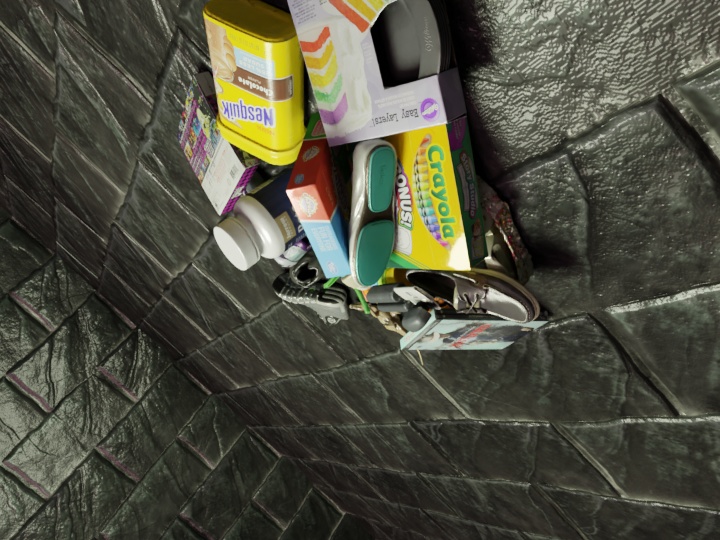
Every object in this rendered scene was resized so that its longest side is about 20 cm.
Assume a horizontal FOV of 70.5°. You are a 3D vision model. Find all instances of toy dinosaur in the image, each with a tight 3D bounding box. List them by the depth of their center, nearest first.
[{"bbox_3d":[0.065,0.104,1.052,0.199,0.058,0.101,36,164,19],"label":"toy dinosaur"}]

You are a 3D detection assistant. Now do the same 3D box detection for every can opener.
[{"bbox_3d":[0.055,0.056,0.790,0.053,0.067,0.200,37,164,-15],"label":"can opener"}]

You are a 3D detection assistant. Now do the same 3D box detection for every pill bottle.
[{"bbox_3d":[-0.137,-0.091,0.837,0.111,0.200,0.112,36,151,24],"label":"pill bottle"}]

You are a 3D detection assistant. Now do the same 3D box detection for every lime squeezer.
[{"bbox_3d":[-0.031,0.023,1.004,0.037,0.071,0.200,17,-176,-31],"label":"lime squeezer"}]

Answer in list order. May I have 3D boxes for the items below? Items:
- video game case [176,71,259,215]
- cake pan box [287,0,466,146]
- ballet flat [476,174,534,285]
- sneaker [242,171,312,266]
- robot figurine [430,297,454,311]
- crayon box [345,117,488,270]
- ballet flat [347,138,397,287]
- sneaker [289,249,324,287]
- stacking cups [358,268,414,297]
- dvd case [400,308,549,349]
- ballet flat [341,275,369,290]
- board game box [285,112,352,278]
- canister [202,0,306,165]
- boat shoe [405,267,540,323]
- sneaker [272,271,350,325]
[{"bbox_3d":[-0.265,-0.220,0.924,0.183,0.036,0.200,60,148,3],"label":"video game case"},{"bbox_3d":[0.019,-0.250,0.587,0.198,0.052,0.186,4,119,43],"label":"cake pan box"},{"bbox_3d":[0.182,-0.049,0.710,0.075,0.064,0.200,-19,117,47],"label":"ballet flat"},{"bbox_3d":[-0.148,-0.112,0.951,0.087,0.074,0.202,-30,85,34],"label":"sneaker"},{"bbox_3d":[0.159,0.049,0.864,0.144,0.058,0.201,35,148,11],"label":"robot figurine"},{"bbox_3d":[0.073,-0.105,0.692,0.171,0.058,0.202,3,112,46],"label":"crayon box"},{"bbox_3d":[0.011,-0.079,0.687,0.069,0.069,0.202,19,119,28],"label":"ballet flat"},{"bbox_3d":[-0.111,-0.004,1.043,0.076,0.091,0.200,41,150,-7],"label":"sneaker"},{"bbox_3d":[0.044,0.029,0.935,0.060,0.061,0.200,43,155,-7],"label":"stacking cups"},{"bbox_3d":[0.180,0.098,0.828,0.197,0.022,0.146,4,153,-17],"label":"dvd case"},{"bbox_3d":[0.000,0.000,0.898,0.069,0.069,0.200,45,-177,-11],"label":"ballet flat"},{"bbox_3d":[-0.043,-0.114,0.732,0.040,0.201,0.154,-9,132,15],"label":"board game box"},{"bbox_3d":[-0.149,-0.274,0.742,0.147,0.087,0.201,29,146,15],"label":"canister"},{"bbox_3d":[0.152,0.031,0.722,0.199,0.065,0.072,29,144,33],"label":"boat shoe"},{"bbox_3d":[-0.109,0.076,1.162,0.198,0.075,0.116,15,144,32],"label":"sneaker"}]
